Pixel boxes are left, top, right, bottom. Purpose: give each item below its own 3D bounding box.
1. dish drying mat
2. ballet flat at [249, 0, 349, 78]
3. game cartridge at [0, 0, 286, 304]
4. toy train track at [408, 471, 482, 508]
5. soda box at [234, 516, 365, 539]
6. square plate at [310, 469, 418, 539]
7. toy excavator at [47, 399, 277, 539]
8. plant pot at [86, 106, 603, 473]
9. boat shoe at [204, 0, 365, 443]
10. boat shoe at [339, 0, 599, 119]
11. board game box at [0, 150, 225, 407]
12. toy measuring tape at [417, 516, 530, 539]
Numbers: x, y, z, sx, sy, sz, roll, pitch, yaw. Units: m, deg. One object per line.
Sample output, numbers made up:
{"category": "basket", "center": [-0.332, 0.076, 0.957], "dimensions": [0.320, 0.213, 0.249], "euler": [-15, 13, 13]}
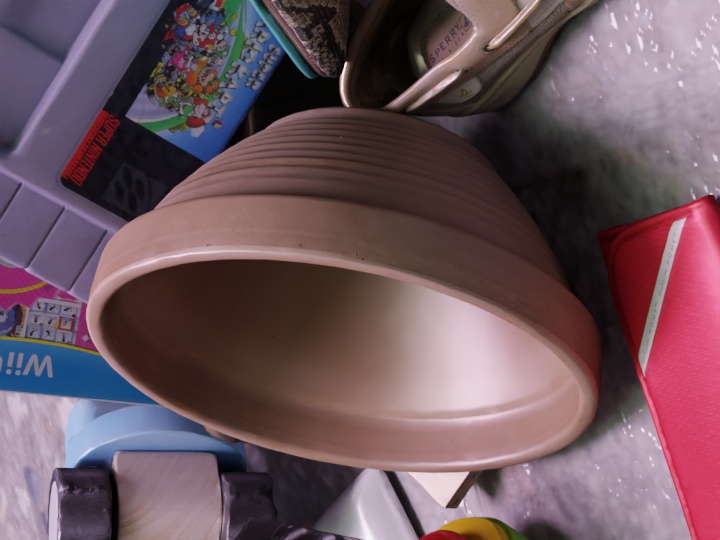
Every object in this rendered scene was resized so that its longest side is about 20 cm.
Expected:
{"category": "dish drying mat", "center": [0.139, 0.074, 0.952], "dimensions": [0.077, 0.018, 0.200], "euler": [-20, 87, 57]}
{"category": "ballet flat", "center": [-0.050, -0.157, 0.955], "dimensions": [0.200, 0.075, 0.068], "euler": [46, -166, -24]}
{"category": "game cartridge", "center": [-0.097, -0.094, 1.019], "dimensions": [0.200, 0.130, 0.038], "euler": [-57, 24, 6]}
{"category": "toy train track", "center": [-0.015, 0.034, 1.154], "dimensions": [0.200, 0.033, 0.115], "euler": [42, 108, 30]}
{"category": "soda box", "center": [0.004, 0.192, 1.058], "dimensions": [0.071, 0.063, 0.200], "euler": [6, 137, 40]}
{"category": "square plate", "center": [0.005, 0.217, 1.219], "dimensions": [0.200, 0.028, 0.198], "euler": [64, 147, 15]}
{"category": "toy excavator", "center": [-0.108, 0.103, 1.254], "dimensions": [0.195, 0.100, 0.200], "euler": [104, 163, -45]}
{"category": "plant pot", "center": [0.000, 0.000, 1.020], "dimensions": [0.201, 0.201, 0.093], "euler": [-37, 37, 57]}
{"category": "boat shoe", "center": [-0.035, -0.027, 1.118], "dimensions": [0.074, 0.076, 0.200], "euler": [35, 116, 61]}
{"category": "boat shoe", "center": [0.049, -0.118, 0.955], "dimensions": [0.072, 0.065, 0.200], "euler": [61, 147, 19]}
{"category": "board game box", "center": [-0.133, -0.052, 1.075], "dimensions": [0.064, 0.147, 0.200], "euler": [-132, 52, -62]}
{"category": "toy measuring tape", "center": [0.025, 0.141, 1.104], "dimensions": [0.200, 0.074, 0.074], "euler": [-8, 97, 52]}
